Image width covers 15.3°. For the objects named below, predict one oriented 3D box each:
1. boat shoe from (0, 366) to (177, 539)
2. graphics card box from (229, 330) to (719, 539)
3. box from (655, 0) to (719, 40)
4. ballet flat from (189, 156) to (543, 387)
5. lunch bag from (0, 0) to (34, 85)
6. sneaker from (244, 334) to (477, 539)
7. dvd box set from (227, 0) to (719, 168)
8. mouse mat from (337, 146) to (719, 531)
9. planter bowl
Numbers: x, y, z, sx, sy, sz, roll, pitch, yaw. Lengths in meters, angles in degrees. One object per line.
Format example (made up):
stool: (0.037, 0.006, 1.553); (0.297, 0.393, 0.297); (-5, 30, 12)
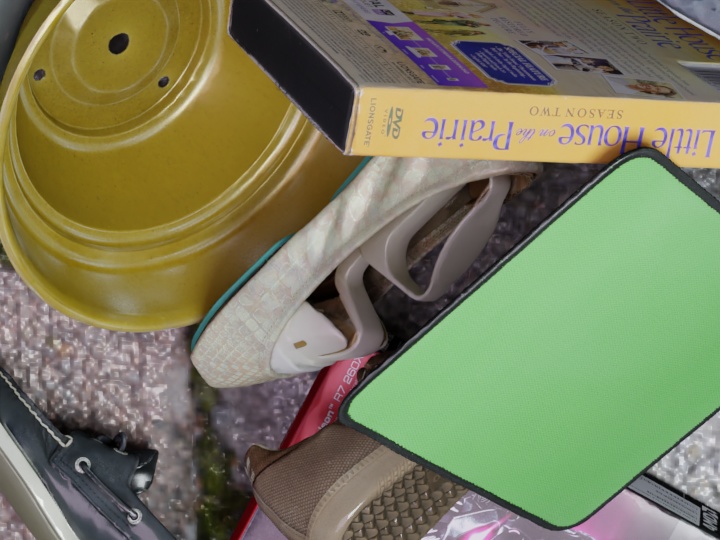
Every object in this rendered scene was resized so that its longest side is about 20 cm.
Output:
boat shoe: (-0.112, 0.110, 1.222); (0.066, 0.075, 0.200); (-35, 71, -17)
graphics card box: (0.053, 0.123, 1.196); (0.199, 0.051, 0.126); (29, 101, 1)
box: (0.192, -0.184, 1.039); (0.199, 0.124, 0.197); (30, 110, 1)
ballet flat: (0.000, 0.000, 1.121); (0.200, 0.067, 0.062); (-47, 63, 29)
lunch bag: (-0.178, -0.117, 1.095); (0.077, 0.200, 0.161); (26, 108, 2)
sneaker: (0.039, 0.048, 1.128); (0.075, 0.200, 0.071); (35, 144, 36)
dvd box set: (0.063, -0.078, 1.045); (0.199, 0.146, 0.030); (1, 113, -23)
mouse mat: (0.095, 0.034, 1.068); (0.161, 0.200, 0.008); (-41, 54, 13)
planter bowl: (-0.085, -0.080, 1.127); (0.083, 0.200, 0.201); (40, 117, 42)
